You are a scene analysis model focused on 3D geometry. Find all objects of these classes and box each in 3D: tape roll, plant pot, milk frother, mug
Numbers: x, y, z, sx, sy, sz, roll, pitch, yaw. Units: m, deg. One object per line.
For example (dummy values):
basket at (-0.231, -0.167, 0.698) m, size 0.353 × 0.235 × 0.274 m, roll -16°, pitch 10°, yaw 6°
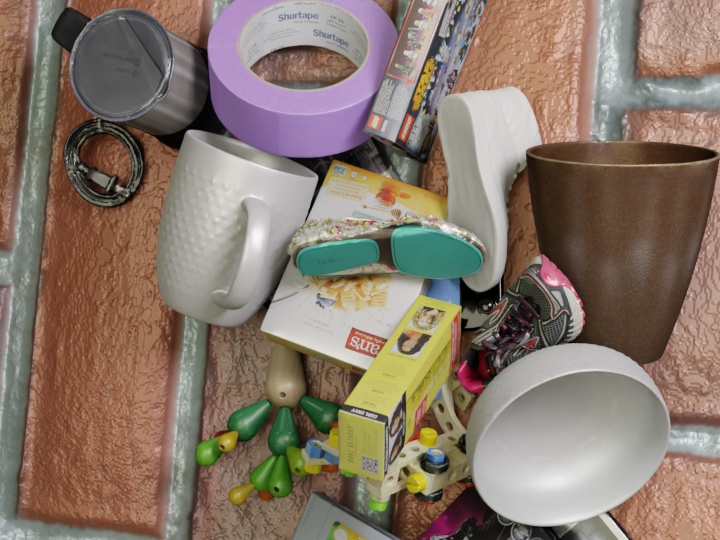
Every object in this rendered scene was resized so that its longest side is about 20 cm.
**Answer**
tape roll at (-0.059, -0.212, 1.571) m, size 0.198 × 0.066 × 0.202 m, roll 1°, pitch 50°, yaw -1°
plant pot at (0.253, -0.016, 1.474) m, size 0.185 × 0.187 × 0.202 m, roll 3°, pitch 102°, yaw 16°
milk frother at (-0.254, -0.166, 1.616) m, size 0.179 × 0.188 × 0.202 m, roll 15°, pitch 89°, yaw 18°
mug at (-0.132, -0.032, 1.551) m, size 0.146 × 0.200 × 0.177 m, roll 16°, pitch 100°, yaw -20°

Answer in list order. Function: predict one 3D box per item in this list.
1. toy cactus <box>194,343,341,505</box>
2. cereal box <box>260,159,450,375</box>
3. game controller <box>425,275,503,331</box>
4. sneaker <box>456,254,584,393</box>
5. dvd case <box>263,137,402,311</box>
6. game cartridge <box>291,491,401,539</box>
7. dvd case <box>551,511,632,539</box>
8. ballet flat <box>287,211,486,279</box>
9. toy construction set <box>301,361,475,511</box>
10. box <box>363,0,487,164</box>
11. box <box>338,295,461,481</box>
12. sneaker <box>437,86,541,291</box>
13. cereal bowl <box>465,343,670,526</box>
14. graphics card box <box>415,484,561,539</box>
toy cactus at (-0.073, 0.162, 1.598) m, size 0.198 × 0.102 × 0.167 m, roll -9°, pitch 64°, yaw 18°
cereal box at (0.000, 0.000, 1.552) m, size 0.143 × 0.040 × 0.202 m, roll 18°, pitch 74°, yaw 14°
game controller at (0.051, 0.013, 1.577) m, size 0.198 × 0.042 × 0.106 m, roll -2°, pitch 86°, yaw 8°
sneaker at (0.155, 0.062, 1.465) m, size 0.074 × 0.201 × 0.081 m, roll -25°, pitch 65°, yaw -28°
dvd case at (-0.046, -0.057, 1.635) m, size 0.199 × 0.016 × 0.150 m, roll -32°, pitch 79°, yaw 10°
game cartridge at (-0.006, 0.324, 1.537) m, size 0.199 × 0.040 × 0.135 m, roll 22°, pitch 92°, yaw 43°
dvd case at (0.234, 0.340, 1.514) m, size 0.150 × 0.025 × 0.200 m, roll -42°, pitch 75°, yaw 10°
ballet flat at (0.026, -0.032, 1.506) m, size 0.197 × 0.064 × 0.076 m, roll 1°, pitch 128°, yaw 1°
toy construction set at (0.050, 0.170, 1.515) m, size 0.131 × 0.199 × 0.093 m, roll 28°, pitch 134°, yaw 35°
box at (0.071, -0.219, 1.551) m, size 0.040 × 0.137 × 0.202 m, roll 21°, pitch 91°, yaw 17°
box at (0.040, 0.110, 1.455) m, size 0.050 × 0.200 × 0.076 m, roll 13°, pitch 126°, yaw 19°
sneaker at (0.144, -0.087, 1.540) m, size 0.073 × 0.115 × 0.202 m, roll 7°, pitch 108°, yaw 46°
cereal bowl at (0.191, 0.146, 1.444) m, size 0.199 × 0.200 × 0.084 m, roll -33°, pitch 37°, yaw 11°
graphics card box at (0.106, 0.310, 1.518) m, size 0.200 × 0.051 × 0.126 m, roll -45°, pitch 50°, yaw 7°
